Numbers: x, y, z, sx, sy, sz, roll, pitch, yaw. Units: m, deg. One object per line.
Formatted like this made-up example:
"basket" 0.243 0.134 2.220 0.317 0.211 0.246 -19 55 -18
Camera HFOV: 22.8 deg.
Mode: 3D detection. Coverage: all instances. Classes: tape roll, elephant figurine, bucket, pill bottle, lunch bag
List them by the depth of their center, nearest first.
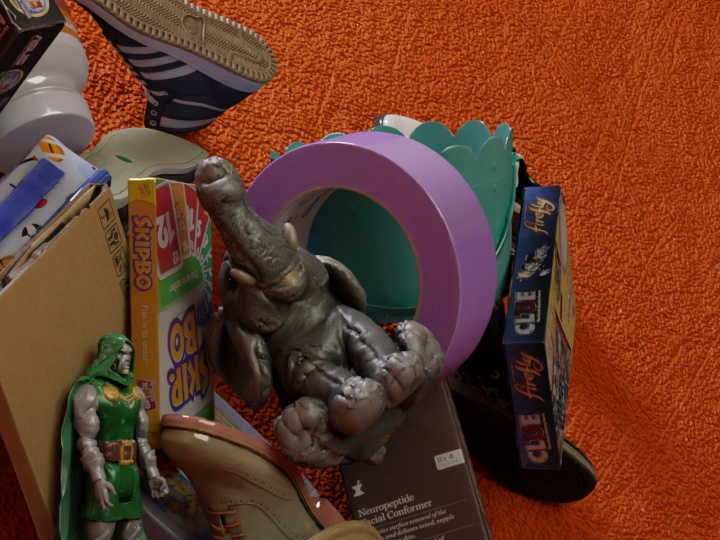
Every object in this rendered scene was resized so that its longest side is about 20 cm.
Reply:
"lunch bag" -0.250 0.006 1.211 0.075 0.161 0.200 34 42 -1
"elephant figurine" -0.046 0.033 1.244 0.200 0.155 0.141 47 29 16
"tape roll" 0.000 0.000 1.330 0.201 0.200 0.066 56 31 9
"pill bottle" -0.275 -0.180 1.375 0.112 0.112 0.201 -4 62 -43
"bucket" 0.032 -0.041 1.455 0.206 0.206 0.136 -20 106 -48

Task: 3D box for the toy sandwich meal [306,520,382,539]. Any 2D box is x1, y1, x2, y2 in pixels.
"toy sandwich meal" -0.061 0.246 1.212 0.070 0.207 0.205 29 31 29

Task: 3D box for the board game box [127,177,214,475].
"board game box" -0.131 0.039 1.247 0.095 0.030 0.202 4 87 -71

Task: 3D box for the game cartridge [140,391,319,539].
"game cartridge" -0.130 0.146 1.309 0.200 0.040 0.134 43 44 -6

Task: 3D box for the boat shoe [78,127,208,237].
"boat shoe" -0.184 -0.065 1.412 0.071 0.068 0.200 25 25 11

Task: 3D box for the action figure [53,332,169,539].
"action figure" -0.163 0.141 1.161 0.118 0.054 0.202 3 86 -60

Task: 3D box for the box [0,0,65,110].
"box" -0.307 -0.178 1.266 0.044 0.200 0.161 -22 74 -47

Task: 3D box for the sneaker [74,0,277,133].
"sneaker" -0.178 -0.181 1.461 0.199 0.108 0.071 27 48 -28

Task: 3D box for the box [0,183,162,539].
"box" -0.187 0.069 1.183 0.164 0.021 0.201 -54 139 -49

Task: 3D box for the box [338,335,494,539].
"box" 0.038 0.155 1.386 0.075 0.099 0.201 65 7 -61

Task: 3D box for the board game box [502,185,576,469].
"board game box" 0.149 0.045 1.463 0.201 0.034 0.136 -76 159 -50

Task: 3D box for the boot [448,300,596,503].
"boot" 0.126 0.098 1.547 0.203 0.073 0.154 32 40 -20

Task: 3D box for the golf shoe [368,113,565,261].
"golf shoe" 0.104 -0.098 1.662 0.199 0.094 0.078 33 44 -15

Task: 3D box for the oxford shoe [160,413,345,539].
"oxford shoe" -0.076 0.167 1.229 0.200 0.070 0.074 46 57 -39
